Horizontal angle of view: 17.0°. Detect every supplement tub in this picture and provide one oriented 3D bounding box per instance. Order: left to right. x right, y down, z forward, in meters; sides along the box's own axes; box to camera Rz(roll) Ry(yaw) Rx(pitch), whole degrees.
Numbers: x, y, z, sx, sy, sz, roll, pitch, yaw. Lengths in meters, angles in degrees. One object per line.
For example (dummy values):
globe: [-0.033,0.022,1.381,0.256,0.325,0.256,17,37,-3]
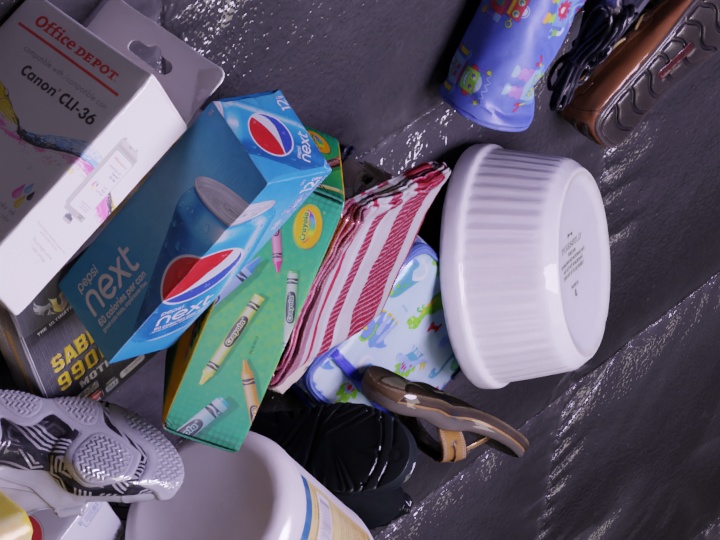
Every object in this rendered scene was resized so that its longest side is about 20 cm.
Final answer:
supplement tub: [-0.072,0.220,1.820,0.145,0.145,0.200,-50,142,-6]

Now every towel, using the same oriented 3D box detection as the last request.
towel: [0.000,0.000,1.732,0.144,0.023,0.200,-65,165,22]

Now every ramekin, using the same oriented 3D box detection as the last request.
ramekin: [0.140,-0.004,1.975,0.202,0.094,0.203,-1,90,-69]

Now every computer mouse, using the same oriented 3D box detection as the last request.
computer mouse: [0.209,-0.229,1.941,0.200,0.053,0.139,-52,178,-35]

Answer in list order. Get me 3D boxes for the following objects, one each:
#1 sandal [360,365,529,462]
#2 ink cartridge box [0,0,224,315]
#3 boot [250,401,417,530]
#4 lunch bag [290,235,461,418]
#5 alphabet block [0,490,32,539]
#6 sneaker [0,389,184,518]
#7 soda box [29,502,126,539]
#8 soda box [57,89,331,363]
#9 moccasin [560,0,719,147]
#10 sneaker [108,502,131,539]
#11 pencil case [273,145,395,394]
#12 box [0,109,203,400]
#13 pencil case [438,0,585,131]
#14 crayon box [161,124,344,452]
sandal: [0.062,0.126,1.945,0.200,0.082,0.055,22,93,-56]
ink cartridge box: [-0.191,-0.087,1.472,0.200,0.116,0.068,-49,151,-10]
boot: [-0.010,0.167,1.951,0.162,0.198,0.074,39,57,-51]
lunch bag: [0.011,0.055,1.966,0.161,0.082,0.200,-46,150,-7]
alphabet block: [-0.345,0.205,1.482,0.200,0.196,0.196,-23,141,-43]
sneaker: [-0.227,0.145,1.654,0.199,0.075,0.115,11,131,-16]
soda box: [-0.260,0.237,1.740,0.200,0.068,0.064,-54,148,-20]
soda box: [-0.108,-0.027,1.541,0.064,0.068,0.200,-16,156,-48]
moccasin: [0.253,-0.193,2.067,0.201,0.078,0.074,-49,136,0]
sneaker: [-0.169,0.238,1.913,0.140,0.078,0.200,-47,141,-8]
pencil case: [-0.038,0.004,1.838,0.200,0.078,0.089,-52,148,-3]
box: [-0.165,-0.002,1.674,0.200,0.048,0.159,-42,150,-21]
pencil case: [0.135,-0.205,1.865,0.087,0.078,0.200,0,122,-53]
crayon box: [-0.074,0.008,1.643,0.119,0.058,0.200,-97,-151,-66]
